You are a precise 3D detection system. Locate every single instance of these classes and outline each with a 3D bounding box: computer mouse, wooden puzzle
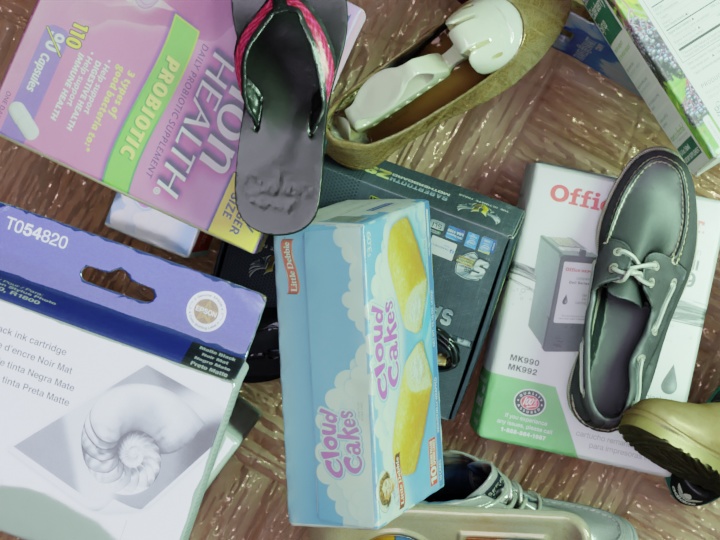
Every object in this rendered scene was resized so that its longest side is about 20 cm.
[{"bbox_3d":[-0.028,0.056,1.634,0.198,0.034,0.059,0,117,17],"label":"computer mouse"},{"bbox_3d":[0.058,0.247,1.652,0.198,0.046,0.186,5,126,3],"label":"wooden puzzle"}]

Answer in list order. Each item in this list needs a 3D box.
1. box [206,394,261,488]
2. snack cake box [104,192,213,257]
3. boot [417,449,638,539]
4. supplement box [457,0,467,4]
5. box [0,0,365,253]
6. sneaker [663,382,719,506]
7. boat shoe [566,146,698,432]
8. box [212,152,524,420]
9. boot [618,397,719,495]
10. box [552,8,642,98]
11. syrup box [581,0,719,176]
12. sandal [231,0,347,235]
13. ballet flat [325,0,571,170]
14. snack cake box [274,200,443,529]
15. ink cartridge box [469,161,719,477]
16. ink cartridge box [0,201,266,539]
[{"bbox_3d":[-0.165,0.104,1.617,0.152,0.200,0.107,38,93,1],"label":"box"},{"bbox_3d":[-0.109,-0.113,1.651,0.067,0.115,0.201,21,92,0],"label":"snack cake box"},{"bbox_3d":[0.101,0.178,1.659,0.198,0.074,0.096,-2,135,2],"label":"boot"},{"bbox_3d":[0.131,-0.273,1.642,0.086,0.110,0.200,40,92,0],"label":"supplement box"},{"bbox_3d":[-0.122,-0.132,1.545,0.199,0.097,0.177,25,92,-1],"label":"box"},{"bbox_3d":[0.293,0.090,1.666,0.071,0.080,0.201,36,92,0],"label":"sneaker"},{"bbox_3d":[0.190,0.014,1.591,0.072,0.063,0.202,15,92,0],"label":"boat shoe"},{"bbox_3d":[0.000,0.000,1.647,0.199,0.051,0.159,21,119,6],"label":"box"},{"bbox_3d":[0.275,0.056,1.602,0.174,0.066,0.201,29,74,-28],"label":"boot"},{"bbox_3d":[0.230,-0.141,1.638,0.199,0.122,0.048,30,83,0],"label":"box"},{"bbox_3d":[0.205,-0.171,1.539,0.081,0.079,0.201,-32,86,-7],"label":"syrup box"},{"bbox_3d":[-0.047,-0.124,1.466,0.074,0.045,0.202,1,83,5],"label":"sandal"},{"bbox_3d":[0.053,-0.138,1.563,0.199,0.072,0.068,-32,78,11],"label":"ballet flat"},{"bbox_3d":[0.000,0.060,1.546,0.067,0.115,0.202,1,100,23],"label":"snack cake box"},{"bbox_3d":[0.169,0.032,1.666,0.145,0.084,0.202,11,92,0],"label":"ink cartridge box"},{"bbox_3d":[-0.182,0.079,1.497,0.198,0.041,0.202,18,92,2],"label":"ink cartridge box"}]
